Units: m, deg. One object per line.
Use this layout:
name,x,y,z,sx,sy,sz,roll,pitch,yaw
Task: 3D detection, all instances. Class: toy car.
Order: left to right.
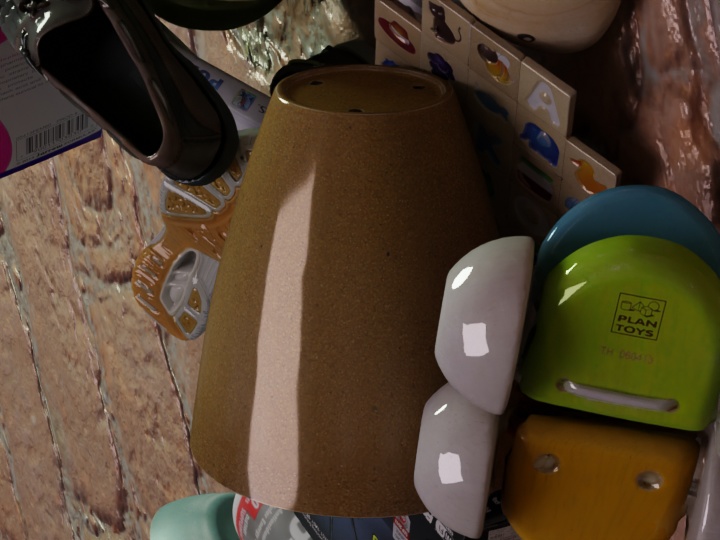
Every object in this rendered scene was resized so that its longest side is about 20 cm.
toy car,0.124,0.045,1.072,0.150,0.175,0.200,-76,-6,-47

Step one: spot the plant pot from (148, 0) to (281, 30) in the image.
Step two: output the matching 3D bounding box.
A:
plant pot,-0.084,-0.227,1.331,0.190,0.200,0.200,123,129,-75

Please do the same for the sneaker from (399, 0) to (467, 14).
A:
sneaker,0.029,-0.231,1.178,0.082,0.075,0.200,-28,78,67

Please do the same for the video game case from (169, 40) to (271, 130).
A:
video game case,-0.081,-0.079,1.386,0.182,0.022,0.200,30,166,19

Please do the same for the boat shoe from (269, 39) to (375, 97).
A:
boat shoe,0.012,-0.081,1.326,0.202,0.060,0.072,42,140,52

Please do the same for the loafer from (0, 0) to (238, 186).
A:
loafer,-0.149,-0.125,1.237,0.200,0.063,0.072,44,109,20

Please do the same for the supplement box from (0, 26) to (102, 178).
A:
supplement box,-0.226,-0.155,1.406,0.103,0.101,0.200,59,160,19

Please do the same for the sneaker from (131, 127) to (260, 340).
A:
sneaker,-0.074,-0.039,1.320,0.076,0.088,0.200,45,144,2

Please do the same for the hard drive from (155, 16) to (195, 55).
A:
hard drive,-0.108,-0.117,1.472,0.200,0.027,0.132,44,175,-33

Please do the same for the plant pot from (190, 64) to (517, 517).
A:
plant pot,0.000,0.000,1.167,0.186,0.186,0.200,35,131,56

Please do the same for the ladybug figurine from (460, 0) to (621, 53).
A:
ladybug figurine,0.078,-0.201,1.092,0.136,0.072,0.200,31,131,59

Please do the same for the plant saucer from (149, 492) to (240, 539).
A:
plant saucer,-0.054,0.217,1.546,0.036,0.200,0.200,-52,47,17

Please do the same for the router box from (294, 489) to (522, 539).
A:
router box,0.031,0.139,1.308,0.200,0.062,0.150,49,147,44

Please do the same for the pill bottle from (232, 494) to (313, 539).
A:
pill bottle,0.007,0.201,1.442,0.200,0.114,0.114,50,146,44

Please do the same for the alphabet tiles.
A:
alphabet tiles,0.069,-0.059,1.180,0.166,0.006,0.200,39,155,23
